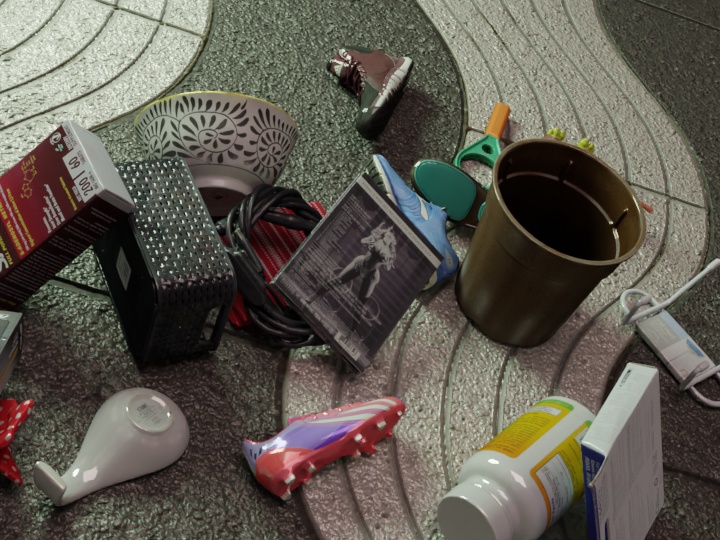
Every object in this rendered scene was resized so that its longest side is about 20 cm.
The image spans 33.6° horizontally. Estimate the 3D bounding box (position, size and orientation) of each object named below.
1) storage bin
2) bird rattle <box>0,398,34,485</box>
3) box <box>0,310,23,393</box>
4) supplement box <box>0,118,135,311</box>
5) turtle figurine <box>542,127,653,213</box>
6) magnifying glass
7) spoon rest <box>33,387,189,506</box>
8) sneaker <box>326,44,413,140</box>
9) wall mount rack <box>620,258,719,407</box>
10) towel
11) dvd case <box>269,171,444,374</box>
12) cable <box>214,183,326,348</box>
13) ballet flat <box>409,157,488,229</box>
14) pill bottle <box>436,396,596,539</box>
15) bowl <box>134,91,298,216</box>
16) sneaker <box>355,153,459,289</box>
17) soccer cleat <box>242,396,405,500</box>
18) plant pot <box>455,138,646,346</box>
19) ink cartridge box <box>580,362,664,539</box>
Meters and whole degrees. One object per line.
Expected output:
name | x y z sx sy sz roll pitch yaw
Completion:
storage bin | -0.223 -0.013 1.326 0.093 0.136 0.201 -8 54 -29
bird rattle | -0.420 0.156 1.129 0.162 0.114 0.200 28 40 26
box | -0.441 0.080 1.152 0.198 0.049 0.159 7 22 -6
supplement box | -0.348 -0.054 1.277 0.109 0.200 0.061 57 12 28
turtle figurine | 0.311 -0.128 1.704 0.198 0.065 0.162 9 40 -4
magnifying glass | 0.185 -0.177 1.723 0.079 0.022 0.201 25 45 -1
spoon rest | -0.253 0.181 1.211 0.099 0.061 0.200 42 35 13
sneaker | -0.004 -0.258 1.688 0.115 0.076 0.200 23 35 4
wall mount rack | 0.446 0.074 1.576 0.173 0.075 0.201 -20 62 -35
towel | -0.099 -0.011 1.457 0.199 0.023 0.145 -17 60 -34
dvd case | 0.000 0.000 1.404 0.149 0.016 0.200 46 57 -12
cable | -0.080 -0.002 1.401 0.200 0.051 0.163 51 46 -6
ballet flat | 0.148 -0.086 1.600 0.199 0.068 0.068 30 89 -9
pill bottle | 0.176 0.230 1.300 0.111 0.111 0.199 45 49 18
bowl | -0.173 -0.125 1.429 0.199 0.201 0.095 5 68 -18
sneaker | 0.061 -0.065 1.545 0.089 0.079 0.201 -12 64 -39
soccer cleat | -0.035 0.175 1.295 0.199 0.067 0.076 -26 60 -34
plant pot | 0.220 -0.021 1.478 0.198 0.199 0.202 12 46 -13
ink cartridge box | 0.275 0.237 1.286 0.040 0.201 0.200 9 36 30
